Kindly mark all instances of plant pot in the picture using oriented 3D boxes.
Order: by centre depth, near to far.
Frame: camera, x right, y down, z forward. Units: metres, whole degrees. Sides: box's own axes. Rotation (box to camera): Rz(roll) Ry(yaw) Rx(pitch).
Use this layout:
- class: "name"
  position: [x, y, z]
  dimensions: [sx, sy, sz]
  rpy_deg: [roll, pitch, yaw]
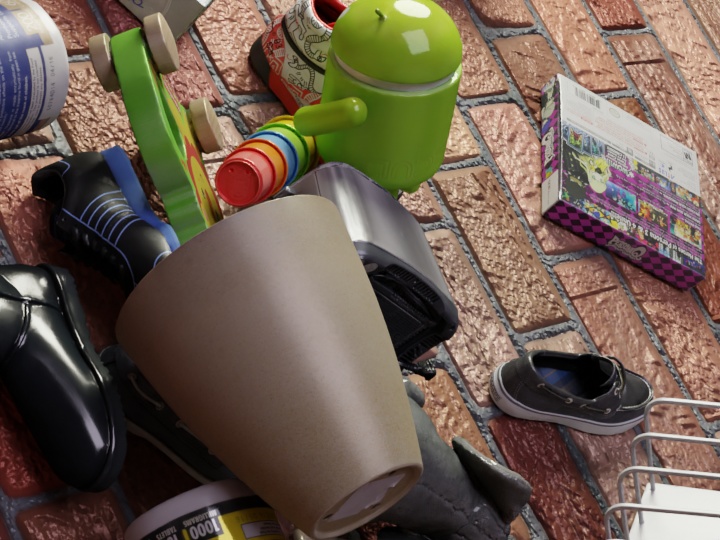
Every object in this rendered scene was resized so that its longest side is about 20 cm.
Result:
- class: "plant pot"
  position: [-0.046, 0.083, 1.342]
  dimensions: [0.187, 0.187, 0.200]
  rpy_deg: [-9, 58, -45]

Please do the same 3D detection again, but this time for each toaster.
- class: "toaster"
  position: [0.000, 0.000, 1.597]
  dimensions: [0.200, 0.114, 0.129]
  rpy_deg: [34, 29, -43]

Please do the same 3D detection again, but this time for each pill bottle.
- class: "pill bottle"
  position: [-0.085, 0.259, 1.345]
  dimensions: [0.112, 0.112, 0.201]
  rpy_deg: [-5, 64, -44]
- class: "pill bottle"
  position: [-0.328, -0.142, 1.435]
  dimensions: [0.200, 0.111, 0.111]
  rpy_deg: [-21, 75, -48]

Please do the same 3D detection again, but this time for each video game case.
- class: "video game case"
  position: [0.275, -0.093, 1.991]
  dimensions: [0.200, 0.036, 0.182]
  rpy_deg: [26, 46, -25]

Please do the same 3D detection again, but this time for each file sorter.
- class: "file sorter"
  position: [0.291, 0.223, 1.652]
  dimensions: [0.200, 0.138, 0.125]
  rpy_deg: [-60, 147, -48]

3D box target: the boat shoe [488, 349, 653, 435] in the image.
- class: "boat shoe"
  position: [0.210, 0.104, 1.760]
  dimensions: [0.199, 0.066, 0.070]
  rpy_deg: [12, 53, -35]

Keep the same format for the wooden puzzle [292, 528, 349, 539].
- class: "wooden puzzle"
  position: [0.035, 0.300, 1.472]
  dimensions: [0.185, 0.046, 0.201]
  rpy_deg: [18, 50, -31]

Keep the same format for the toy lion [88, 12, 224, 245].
- class: "toy lion"
  position: [-0.144, -0.076, 1.518]
  dimensions: [0.200, 0.068, 0.192]
  rpy_deg: [65, 7, -59]

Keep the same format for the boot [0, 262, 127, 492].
- class: "boot"
  position: [-0.268, 0.068, 1.352]
  dimensions: [0.168, 0.076, 0.201]
  rpy_deg: [8, 48, -42]

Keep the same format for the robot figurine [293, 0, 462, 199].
- class: "robot figurine"
  position: [0.025, -0.152, 1.631]
  dimensions: [0.115, 0.201, 0.175]
  rpy_deg: [29, 42, 23]

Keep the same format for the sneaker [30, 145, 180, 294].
- class: "sneaker"
  position: [-0.192, -0.020, 1.469]
  dimensions: [0.078, 0.070, 0.200]
  rpy_deg: [-16, 44, -20]

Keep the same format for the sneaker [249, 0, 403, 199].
- class: "sneaker"
  position: [-0.008, -0.161, 1.735]
  dimensions: [0.202, 0.108, 0.067]
  rpy_deg: [52, 41, 2]

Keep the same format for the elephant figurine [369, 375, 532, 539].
- class: "elephant figurine"
  position: [0.070, 0.185, 1.514]
  dimensions: [0.200, 0.142, 0.155]
  rpy_deg: [37, 34, -8]

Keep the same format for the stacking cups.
- class: "stacking cups"
  position: [-0.081, -0.084, 1.593]
  dimensions: [0.061, 0.060, 0.200]
  rpy_deg: [46, 17, -4]

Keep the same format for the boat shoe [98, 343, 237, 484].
- class: "boat shoe"
  position: [-0.117, 0.114, 1.465]
  dimensions: [0.200, 0.062, 0.073]
  rpy_deg: [32, 44, -19]

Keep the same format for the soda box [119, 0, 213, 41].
- class: "soda box"
  position: [-0.214, -0.299, 1.691]
  dimensions: [0.200, 0.063, 0.068]
  rpy_deg: [42, 40, -8]

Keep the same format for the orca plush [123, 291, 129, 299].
- class: "orca plush"
  position: [-0.100, 0.076, 1.506]
  dimensions: [0.200, 0.105, 0.071]
  rpy_deg: [20, 80, -34]

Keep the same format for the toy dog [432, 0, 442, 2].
- class: "toy dog"
  position: [0.101, -0.384, 2.005]
  dimensions: [0.193, 0.140, 0.200]
  rpy_deg: [25, 32, 30]
